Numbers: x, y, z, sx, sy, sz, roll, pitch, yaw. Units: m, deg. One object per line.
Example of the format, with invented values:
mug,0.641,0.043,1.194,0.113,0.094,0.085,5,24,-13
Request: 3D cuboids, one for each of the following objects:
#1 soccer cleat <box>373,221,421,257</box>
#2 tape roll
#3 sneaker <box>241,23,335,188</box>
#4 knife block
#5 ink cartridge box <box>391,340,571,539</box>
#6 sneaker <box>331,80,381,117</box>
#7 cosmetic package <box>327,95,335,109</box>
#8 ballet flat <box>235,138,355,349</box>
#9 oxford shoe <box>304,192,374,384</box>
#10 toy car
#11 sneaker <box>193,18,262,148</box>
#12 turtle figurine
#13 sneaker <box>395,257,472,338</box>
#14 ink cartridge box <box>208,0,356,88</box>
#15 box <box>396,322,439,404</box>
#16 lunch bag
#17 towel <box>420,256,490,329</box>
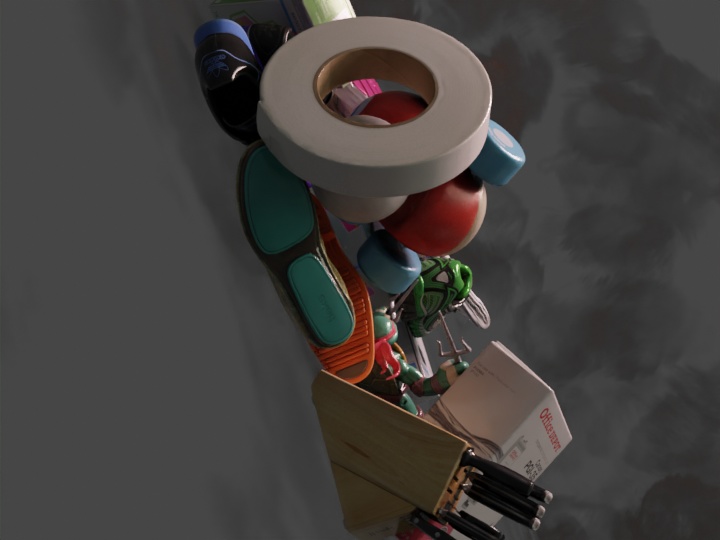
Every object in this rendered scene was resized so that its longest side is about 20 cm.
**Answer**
soccer cleat,0.053,-0.072,1.369,0.200,0.069,0.087,-67,149,-74
tape roll,0.012,-0.144,1.031,0.037,0.201,0.204,93,-13,-48
sneaker,-0.064,-0.161,1.201,0.070,0.099,0.201,-78,149,-41
knife block,0.063,0.163,1.054,0.064,0.175,0.201,57,15,-64
ink cartridge box,0.103,0.185,1.157,0.083,0.200,0.147,39,-9,30
sneaker,-0.001,-0.174,1.460,0.200,0.088,0.082,50,15,-46
cosmetic package,-0.058,-0.235,1.489,0.200,0.105,0.071,60,10,-48
ballet flat,-0.064,-0.022,1.071,0.071,0.070,0.201,-89,157,-70
oxford shoe,-0.029,0.019,1.174,0.073,0.071,0.201,62,10,-70
toy car,0.009,-0.101,1.099,0.199,0.184,0.177,12,40,-48
sneaker,-0.096,-0.138,1.116,0.200,0.070,0.078,52,21,-48
turtle figurine,0.035,0.097,1.209,0.150,0.100,0.201,50,-26,42
sneaker,0.087,0.029,1.353,0.200,0.085,0.079,39,39,-82
ink cartridge box,-0.090,-0.247,1.253,0.059,0.199,0.104,-47,126,-31
box,0.039,0.070,1.576,0.117,0.060,0.201,55,17,-66
lunch bag,0.000,0.000,1.407,0.200,0.077,0.161,-8,80,-83
towel,0.080,-0.012,1.518,0.200,0.024,0.147,41,-9,51
